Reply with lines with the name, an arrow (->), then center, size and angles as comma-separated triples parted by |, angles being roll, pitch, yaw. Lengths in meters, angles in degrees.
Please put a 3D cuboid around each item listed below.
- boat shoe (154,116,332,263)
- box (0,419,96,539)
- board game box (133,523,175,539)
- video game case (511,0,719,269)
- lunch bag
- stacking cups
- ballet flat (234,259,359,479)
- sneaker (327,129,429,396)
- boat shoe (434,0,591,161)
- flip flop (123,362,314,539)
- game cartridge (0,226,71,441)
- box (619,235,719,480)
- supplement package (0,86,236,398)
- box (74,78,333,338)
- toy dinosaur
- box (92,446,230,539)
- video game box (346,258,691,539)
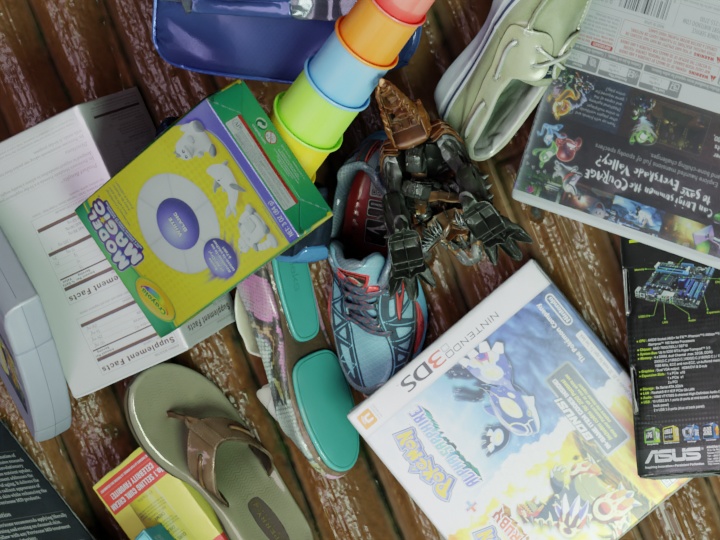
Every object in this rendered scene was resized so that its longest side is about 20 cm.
boat shoe -> -0.079, -0.077, 1.651 | 0.200, 0.084, 0.069 | 33, 122, 36
box -> -0.339, 0.238, 1.788 | 0.197, 0.124, 0.200 | 48, 114, 24
board game box -> -0.180, 0.322, 1.730 | 0.200, 0.047, 0.151 | -44, 81, 10
video game case -> 0.222, -0.107, 1.552 | 0.199, 0.023, 0.183 | 20, 96, 23
lunch bag -> -0.060, -0.209, 1.606 | 0.198, 0.132, 0.137 | 7, 104, 18
stacking cups -> -0.006, -0.144, 1.517 | 0.060, 0.060, 0.200 | 43, 122, 7
ballet flat -> -0.056, 0.064, 1.705 | 0.071, 0.069, 0.202 | -16, 91, 41
sneaker -> 0.000, 0.000, 1.647 | 0.079, 0.095, 0.202 | 5, 103, 21
boat shoe -> 0.121, -0.157, 1.559 | 0.062, 0.072, 0.200 | 63, 141, 26
flip flop -> -0.103, 0.152, 1.720 | 0.201, 0.081, 0.058 | 53, 153, 0
game cartridge -> -0.267, 0.044, 1.702 | 0.041, 0.201, 0.133 | -29, 61, -17
box -> 0.285, 0.043, 1.551 | 0.198, 0.047, 0.195 | -7, 80, 22
supplement package -> -0.195, -0.023, 1.706 | 0.109, 0.114, 0.201 | -23, 93, 22
box -> -0.121, -0.036, 1.567 | 0.200, 0.048, 0.118 | -35, 90, 44
toy dinosaur -> 0.045, -0.060, 1.567 | 0.102, 0.200, 0.136 | -35, 46, 24
box -> -0.121, 0.226, 1.765 | 0.075, 0.050, 0.201 | -37, 87, 24
video game box -> 0.120, 0.124, 1.629 | 0.182, 0.047, 0.200 | -41, 86, 6
